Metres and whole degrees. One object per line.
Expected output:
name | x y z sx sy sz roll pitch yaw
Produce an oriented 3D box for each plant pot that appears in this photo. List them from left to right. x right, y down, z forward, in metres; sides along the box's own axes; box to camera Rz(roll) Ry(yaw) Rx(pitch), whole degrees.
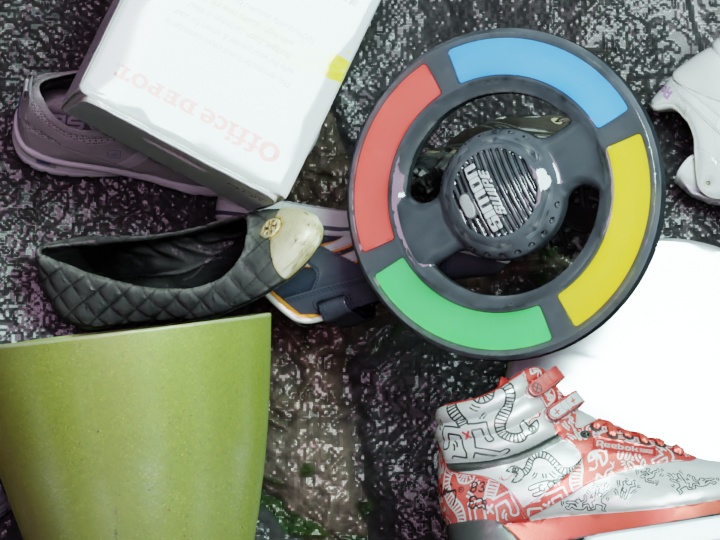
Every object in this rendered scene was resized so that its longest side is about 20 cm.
plant pot | -0.136 0.135 1.711 0.187 0.187 0.200 -6 90 -5

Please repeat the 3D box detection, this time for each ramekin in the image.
ramekin | 0.185 0.087 1.770 0.202 0.094 0.203 1 76 -3

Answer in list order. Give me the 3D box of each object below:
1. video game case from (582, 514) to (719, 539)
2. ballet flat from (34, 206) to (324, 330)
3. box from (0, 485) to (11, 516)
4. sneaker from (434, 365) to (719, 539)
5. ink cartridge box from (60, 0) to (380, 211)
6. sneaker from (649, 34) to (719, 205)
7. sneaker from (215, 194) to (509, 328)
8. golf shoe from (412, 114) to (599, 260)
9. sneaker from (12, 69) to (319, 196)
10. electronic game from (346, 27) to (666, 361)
video game case | 0.194 0.181 1.694 0.143 0.200 0.017 -8 72 -5
ballet flat | -0.114 -0.005 1.750 0.200 0.057 0.066 -13 41 25
box | -0.337 0.113 1.741 0.158 0.050 0.200 -37 71 -11
sneaker | 0.143 0.106 1.681 0.201 0.067 0.108 -9 81 -2
ink cartridge box | -0.077 -0.157 1.737 0.145 0.083 0.200 28 78 -11
sneaker | 0.266 -0.055 1.831 0.100 0.075 0.200 -34 80 9
sneaker | 0.000 0.000 1.778 0.200 0.078 0.079 6 88 23
golf shoe | 0.124 -0.063 1.767 0.094 0.200 0.078 -41 126 -28
sneaker | -0.124 -0.094 1.797 0.200 0.082 0.075 -3 68 -4
electronic game | 0.085 -0.046 1.683 0.200 0.042 0.200 -1 87 22
